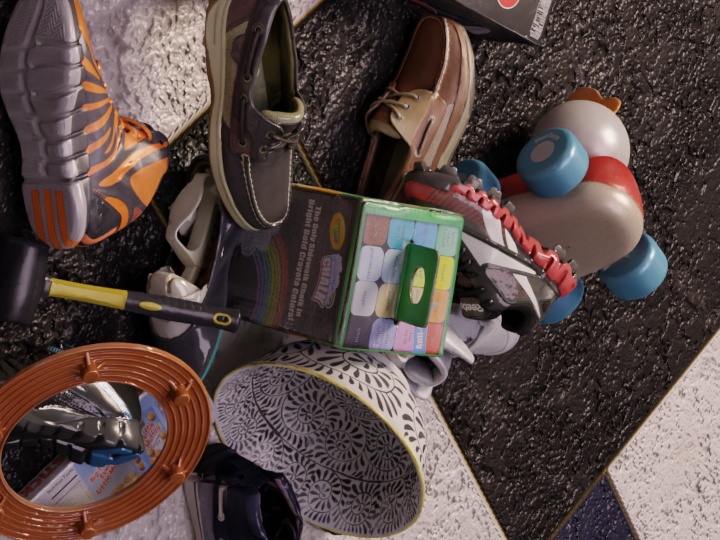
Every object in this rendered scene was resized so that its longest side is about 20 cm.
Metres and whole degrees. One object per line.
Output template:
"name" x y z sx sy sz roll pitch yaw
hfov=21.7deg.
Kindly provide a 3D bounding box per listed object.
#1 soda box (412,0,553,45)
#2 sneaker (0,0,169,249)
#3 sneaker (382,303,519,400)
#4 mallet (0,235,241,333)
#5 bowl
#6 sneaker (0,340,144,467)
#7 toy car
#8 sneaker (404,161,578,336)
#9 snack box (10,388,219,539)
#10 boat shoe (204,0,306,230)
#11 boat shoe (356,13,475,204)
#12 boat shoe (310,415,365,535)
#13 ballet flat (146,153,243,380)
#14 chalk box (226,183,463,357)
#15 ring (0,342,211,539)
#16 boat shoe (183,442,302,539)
"soda box" 0.083 -0.261 1.657 0.200 0.071 0.063 21 84 -45
"sneaker" -0.206 -0.122 1.424 0.112 0.077 0.200 -21 115 -51
"sneaker" 0.078 0.065 1.691 0.200 0.115 0.075 24 127 -40
"mallet" -0.187 0.012 1.441 0.200 0.041 0.066 4 96 -20
"bowl" -0.016 0.122 1.581 0.094 0.200 0.201 -55 132 -38
"sneaker" -0.256 0.094 1.435 0.200 0.073 0.082 19 57 -40
"toy car" 0.187 -0.089 1.768 0.184 0.177 0.200 47 39 -34
"sneaker" 0.103 -0.013 1.636 0.200 0.071 0.098 39 76 -30
"snack box" -0.200 0.155 1.518 0.200 0.024 0.072 -45 125 -27
"boat shoe" -0.076 -0.123 1.464 0.072 0.066 0.201 -28 120 -46
"boat shoe" 0.044 -0.127 1.651 0.074 0.076 0.200 10 92 -41
"boat shoe" -0.001 0.143 1.675 0.074 0.066 0.200 9 94 -43
"ballet flat" -0.138 -0.004 1.509 0.073 0.073 0.200 27 75 -44
"chalk box" 0.000 0.000 1.549 0.124 0.200 0.125 8 95 -44
"ring" -0.206 0.136 1.414 0.200 0.019 0.201 -14 134 -16
"boat shoe" -0.088 0.248 1.599 0.075 0.093 0.200 -33 121 -34
